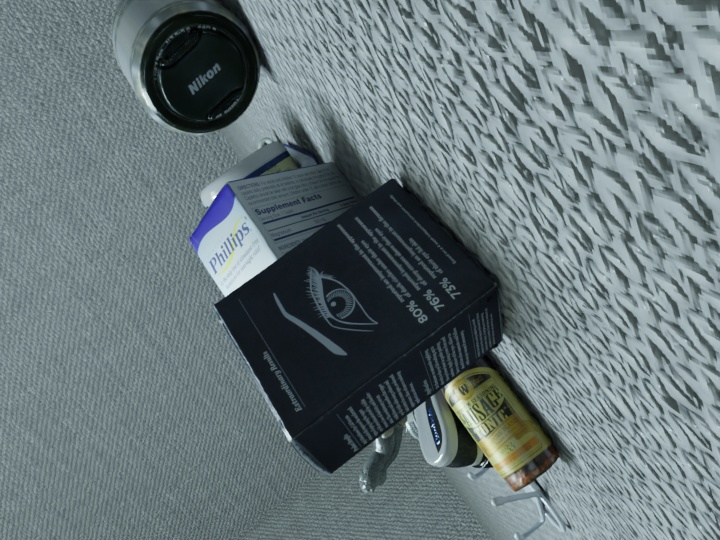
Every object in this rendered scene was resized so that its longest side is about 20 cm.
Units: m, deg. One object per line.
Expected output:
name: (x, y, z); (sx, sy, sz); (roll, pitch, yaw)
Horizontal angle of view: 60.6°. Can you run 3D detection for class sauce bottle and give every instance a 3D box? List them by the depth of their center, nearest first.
sauce bottle: (0.120, 0.127, 0.642); (0.201, 0.066, 0.066); (52, 173, 19)

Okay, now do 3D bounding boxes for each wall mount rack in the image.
wall mount rack: (0.192, 0.289, 0.863); (0.200, 0.074, 0.175); (49, 170, 45)

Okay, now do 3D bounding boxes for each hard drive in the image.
hard drive: (-0.075, -0.133, 0.984); (0.133, 0.025, 0.200); (59, 173, -23)

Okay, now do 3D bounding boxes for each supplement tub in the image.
supplement tub: (-0.121, -0.066, 0.895); (0.201, 0.144, 0.145); (57, 173, -12)

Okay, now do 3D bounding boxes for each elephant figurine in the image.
elephant figurine: (0.034, 0.157, 0.827); (0.142, 0.199, 0.155); (58, 173, -27)

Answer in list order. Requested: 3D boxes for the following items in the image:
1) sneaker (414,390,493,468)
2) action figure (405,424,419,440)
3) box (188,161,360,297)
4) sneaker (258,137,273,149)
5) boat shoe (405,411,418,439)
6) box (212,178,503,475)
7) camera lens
sneaker: (0.115, 0.139, 0.727); (0.111, 0.073, 0.202); (15, -134, -24)
action figure: (0.131, 0.281, 1.179); (0.201, 0.101, 0.119); (57, 162, 3)
box: (-0.060, -0.008, 0.716); (0.183, 0.105, 0.201); (-23, -105, -51)
sneaker: (-0.147, -0.153, 1.097); (0.087, 0.074, 0.202); (74, 172, -61)
boat shoe: (0.108, 0.188, 1.003); (0.071, 0.063, 0.201); (53, -161, -25)
box: (0.000, 0.046, 0.529); (0.148, 0.199, 0.105); (51, 172, 34)
camera lens: (-0.231, -0.282, 0.802); (0.200, 0.159, 0.161); (49, 171, 44)
